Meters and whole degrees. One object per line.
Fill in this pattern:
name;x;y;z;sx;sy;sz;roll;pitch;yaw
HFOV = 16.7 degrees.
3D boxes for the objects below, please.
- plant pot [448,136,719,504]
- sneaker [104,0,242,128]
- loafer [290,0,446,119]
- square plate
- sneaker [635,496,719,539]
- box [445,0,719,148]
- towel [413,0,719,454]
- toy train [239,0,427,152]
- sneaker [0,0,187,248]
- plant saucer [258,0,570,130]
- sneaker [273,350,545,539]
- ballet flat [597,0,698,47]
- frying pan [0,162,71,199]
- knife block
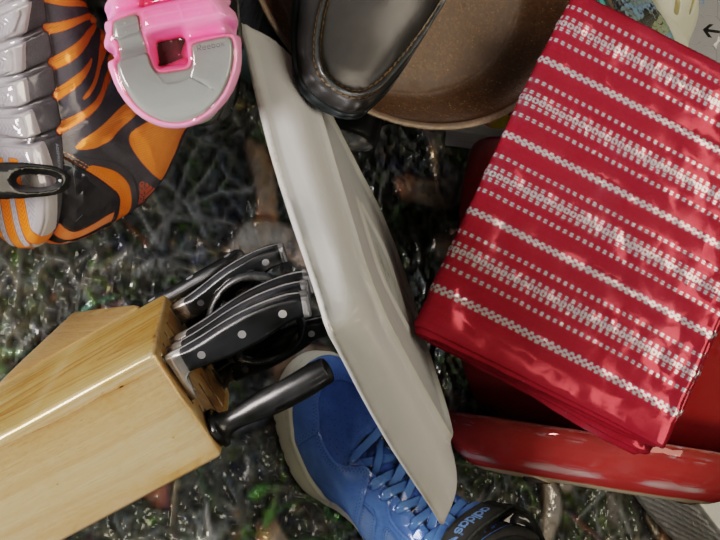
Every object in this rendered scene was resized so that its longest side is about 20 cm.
plant pot;0.146;0.031;1.366;0.200;0.200;0.184;10;87;-38
sneaker;-0.093;-0.161;1.207;0.095;0.078;0.201;32;51;-76
loafer;0.022;-0.168;1.219;0.073;0.072;0.201;27;66;-15
square plate;0.000;0.000;1.236;0.198;0.028;0.201;60;11;-52
sneaker;0.249;0.161;1.514;0.082;0.074;0.200;-51;117;-26
box;0.138;-0.162;1.414;0.155;0.041;0.201;7;78;2
towel;0.129;-0.023;1.252;0.144;0.022;0.201;27;81;-3
toy train;-0.001;-0.168;1.332;0.114;0.085;0.201;26;71;-31
sneaker;-0.147;-0.118;1.226;0.112;0.077;0.201;-18;109;-42
plant saucer;0.024;-0.166;1.283;0.199;0.037;0.202;6;75;-24
sneaker;0.037;0.127;1.323;0.077;0.111;0.201;-38;110;-34
ballet flat;0.147;-0.157;1.336;0.074;0.074;0.201;3;55;-38
frying pan;-0.241;-0.056;1.144;0.189;0.031;0.116;-25;98;-24
knife block;-0.107;0.068;1.172;0.200;0.175;0.064;-44;112;-31
